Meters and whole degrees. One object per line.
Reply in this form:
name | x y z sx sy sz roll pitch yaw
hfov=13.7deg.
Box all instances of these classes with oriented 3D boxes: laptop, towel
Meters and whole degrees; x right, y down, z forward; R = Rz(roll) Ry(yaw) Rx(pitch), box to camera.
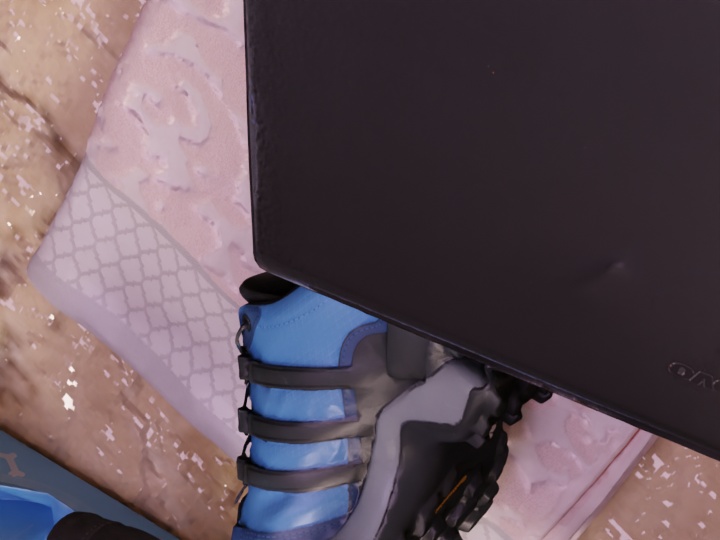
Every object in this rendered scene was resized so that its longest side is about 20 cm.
laptop | 0.074 -0.079 0.736 0.187 0.201 0.116 22 166 28
towel | 0.000 0.000 0.891 0.200 0.032 0.191 42 134 11

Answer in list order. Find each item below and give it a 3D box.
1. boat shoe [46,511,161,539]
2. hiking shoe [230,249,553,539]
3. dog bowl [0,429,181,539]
boat shoe | -0.083 0.164 0.969 0.056 0.069 0.201 29 124 26
hiking shoe | -0.003 0.039 0.854 0.087 0.074 0.200 45 126 16
dog bowl | -0.109 0.121 1.042 0.199 0.050 0.112 28 130 23
